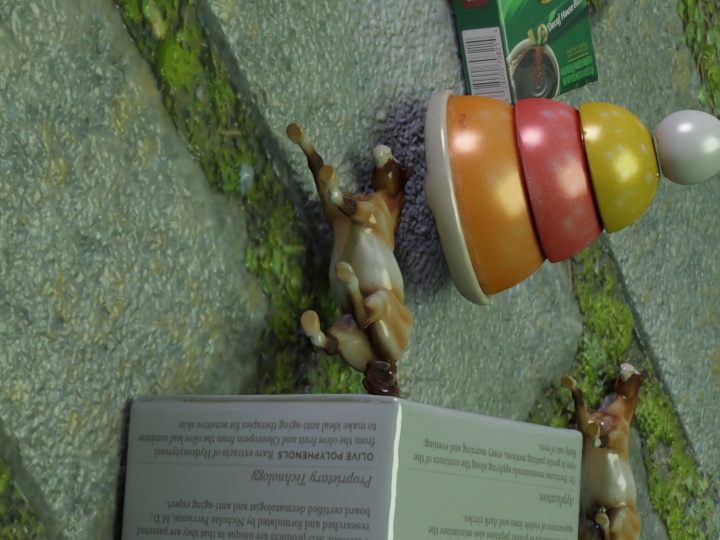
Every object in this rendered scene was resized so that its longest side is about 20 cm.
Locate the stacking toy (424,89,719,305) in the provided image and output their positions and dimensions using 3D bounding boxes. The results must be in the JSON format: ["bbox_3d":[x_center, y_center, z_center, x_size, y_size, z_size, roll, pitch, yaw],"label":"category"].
[{"bbox_3d":[0.148,-0.063,1.357,0.146,0.198,0.148,-10,90,-78],"label":"stacking toy"}]

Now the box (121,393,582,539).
[{"bbox_3d":[-0.004,0.166,1.173,0.198,0.198,0.173,14,76,-52],"label":"box"}]

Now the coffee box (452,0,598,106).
[{"bbox_3d":[0.110,-0.220,1.461,0.123,0.044,0.202,-24,108,-50],"label":"coffee box"}]

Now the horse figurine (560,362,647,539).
[{"bbox_3d":[0.183,0.162,1.530,0.132,0.049,0.202,30,56,-67],"label":"horse figurine"}]

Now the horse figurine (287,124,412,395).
[{"bbox_3d":[0.000,0.000,1.269,0.133,0.049,0.202,46,32,-58],"label":"horse figurine"}]
